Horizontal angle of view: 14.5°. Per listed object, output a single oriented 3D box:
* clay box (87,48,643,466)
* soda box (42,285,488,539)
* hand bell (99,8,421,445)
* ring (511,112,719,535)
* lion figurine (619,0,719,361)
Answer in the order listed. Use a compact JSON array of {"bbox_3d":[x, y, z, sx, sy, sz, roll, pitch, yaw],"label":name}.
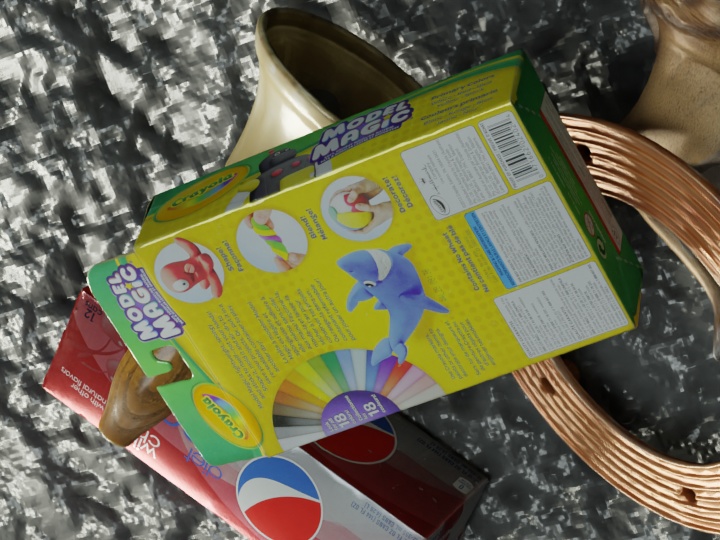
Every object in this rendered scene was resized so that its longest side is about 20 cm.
[{"bbox_3d":[0.000,0.000,1.138,0.199,0.048,0.115,-19,118,23],"label":"clay box"},{"bbox_3d":[-0.045,0.075,1.303,0.199,0.070,0.064,35,124,14],"label":"soda box"},{"bbox_3d":[-0.053,-0.003,1.223,0.104,0.104,0.200,41,112,10],"label":"hand bell"},{"bbox_3d":[0.120,0.021,1.173,0.200,0.019,0.201,34,142,31],"label":"ring"},{"bbox_3d":[0.140,-0.068,1.134,0.122,0.072,0.201,36,126,17],"label":"lion figurine"}]
